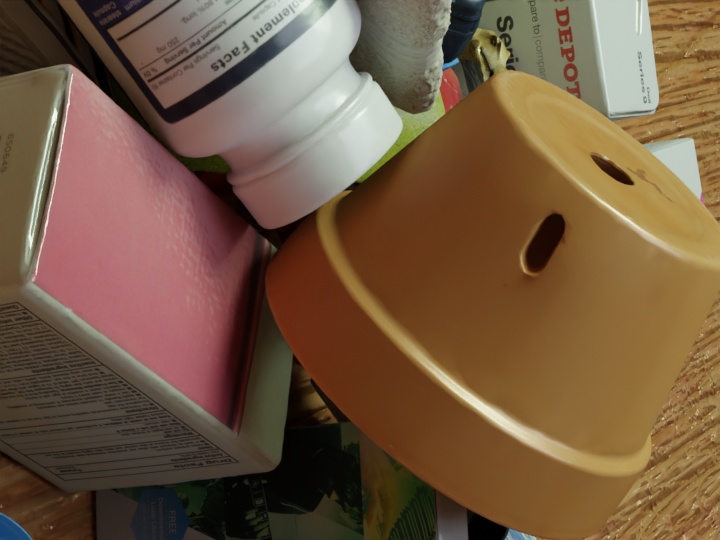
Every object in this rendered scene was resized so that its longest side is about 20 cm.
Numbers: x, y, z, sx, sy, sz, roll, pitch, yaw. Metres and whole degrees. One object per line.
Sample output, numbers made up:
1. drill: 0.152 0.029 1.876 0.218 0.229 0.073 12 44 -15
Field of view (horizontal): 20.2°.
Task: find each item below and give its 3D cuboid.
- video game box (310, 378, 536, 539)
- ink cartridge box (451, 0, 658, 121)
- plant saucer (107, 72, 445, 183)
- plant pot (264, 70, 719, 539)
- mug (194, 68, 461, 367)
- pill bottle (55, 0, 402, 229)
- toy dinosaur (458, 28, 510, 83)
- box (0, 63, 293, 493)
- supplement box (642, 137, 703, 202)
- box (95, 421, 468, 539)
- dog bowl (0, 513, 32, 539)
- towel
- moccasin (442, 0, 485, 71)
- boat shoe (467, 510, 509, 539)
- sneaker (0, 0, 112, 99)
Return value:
1. video game box: 0.068 0.154 1.203 0.200 0.047 0.182 53 1 34
2. ink cartridge box: 0.071 -0.153 1.251 0.084 0.199 0.147 -12 94 -60
3. plant saucer: -0.045 -0.145 1.056 0.199 0.048 0.201 3 59 -35
4. plant pot: 0.075 0.004 0.930 0.199 0.140 0.200 32 21 -13
5. mug: 0.004 0.004 1.129 0.134 0.176 0.201 70 0 -62
6. pill bottle: -0.069 -0.122 0.901 0.201 0.111 0.111 54 36 -15
7. toy dinosaur: 0.012 -0.176 1.212 0.201 0.101 0.058 54 11 6
8. box: -0.132 0.011 0.916 0.200 0.127 0.110 43 46 -50
9. supplement box: 0.114 -0.018 1.298 0.103 0.199 0.102 -18 99 -61
10. box: -0.040 0.150 0.977 0.036 0.199 0.146 12 72 -60
11. dog bowl: -0.163 0.191 0.898 0.201 0.049 0.112 60 36 -37
12. towel: -0.031 -0.170 0.953 0.200 0.034 0.133 48 -13 14
13. moccasin: -0.001 -0.195 1.040 0.200 0.068 0.080 49 45 6
14. boat shoe: -0.016 0.157 1.054 0.200 0.063 0.074 -27 127 -15
15. sneaker: -0.157 -0.121 0.954 0.201 0.078 0.080 62 40 -30
